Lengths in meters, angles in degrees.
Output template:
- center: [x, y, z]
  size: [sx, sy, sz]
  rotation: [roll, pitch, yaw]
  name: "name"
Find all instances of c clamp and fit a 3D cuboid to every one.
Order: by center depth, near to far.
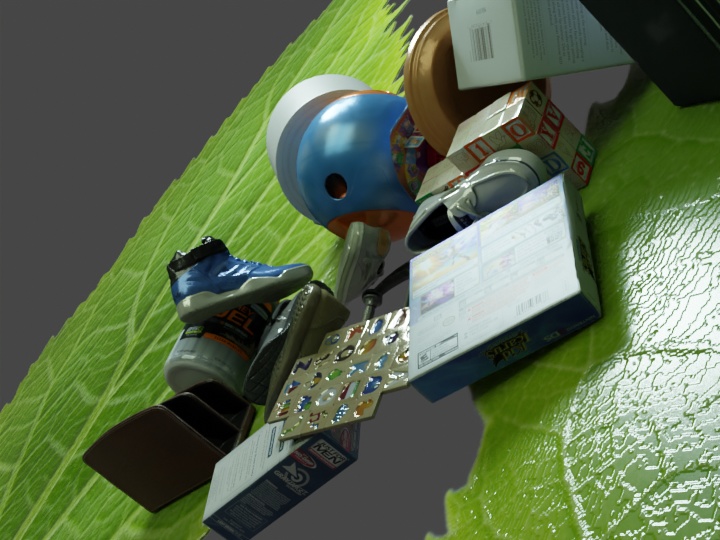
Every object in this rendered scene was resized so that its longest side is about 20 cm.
- center: [0.017, 0.070, 1.368]
  size: [0.170, 0.027, 0.201]
  rotation: [-31, 28, 42]
  name: "c clamp"

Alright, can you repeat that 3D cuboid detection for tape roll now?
- center: [-0.033, -0.177, 1.652]
  size: [0.203, 0.202, 0.139]
  rotation: [-47, 20, 6]
  name: "tape roll"

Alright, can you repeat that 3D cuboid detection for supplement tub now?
- center: [-0.192, 0.093, 1.625]
  size: [0.122, 0.122, 0.201]
  rotation: [-29, 29, 44]
  name: "supplement tub"

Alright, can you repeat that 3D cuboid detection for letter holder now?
- center: [-0.265, 0.221, 1.527]
  size: [0.200, 0.142, 0.101]
  rotation: [-34, 25, 37]
  name: "letter holder"

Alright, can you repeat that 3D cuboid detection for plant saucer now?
- center: [0.148, -0.225, 1.354]
  size: [0.201, 0.200, 0.037]
  rotation: [-56, 15, -16]
  name: "plant saucer"

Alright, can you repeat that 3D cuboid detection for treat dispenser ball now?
- center: [0.016, -0.134, 1.473]
  size: [0.201, 0.201, 0.201]
  rotation: [-42, 22, 21]
  name: "treat dispenser ball"

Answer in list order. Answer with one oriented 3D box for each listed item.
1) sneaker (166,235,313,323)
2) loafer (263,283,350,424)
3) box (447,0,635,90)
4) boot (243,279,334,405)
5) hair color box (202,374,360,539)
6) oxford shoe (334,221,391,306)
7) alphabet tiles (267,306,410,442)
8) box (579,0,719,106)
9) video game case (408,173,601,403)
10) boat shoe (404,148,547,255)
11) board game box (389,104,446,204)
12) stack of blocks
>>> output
- center: [-0.171, -0.006, 1.572]
  size: [0.198, 0.112, 0.077]
  rotation: [-17, -19, -14]
  name: "sneaker"
- center: [-0.067, 0.115, 1.376]
  size: [0.076, 0.067, 0.201]
  rotation: [-85, 14, -64]
  name: "loafer"
- center: [0.223, -0.275, 1.279]
  size: [0.198, 0.107, 0.152]
  rotation: [-13, 9, -22]
  name: "box"
- center: [-0.110, 0.112, 1.525]
  size: [0.201, 0.070, 0.132]
  rotation: [-56, 12, -31]
  name: "boot"
- center: [-0.088, 0.218, 1.280]
  size: [0.200, 0.060, 0.100]
  rotation: [-40, 23, 25]
  name: "hair color box"
- center: [0.000, 0.000, 1.442]
  size: [0.200, 0.057, 0.076]
  rotation: [112, 163, -64]
  name: "oxford shoe"
- center: [-0.013, 0.112, 1.236]
  size: [0.199, 0.006, 0.167]
  rotation: [-20, 31, 35]
  name: "alphabet tiles"
- center: [0.334, -0.306, 1.111]
  size: [0.199, 0.200, 0.123]
  rotation: [-56, 22, -17]
  name: "box"
- center: [0.138, 0.017, 1.130]
  size: [0.199, 0.045, 0.182]
  rotation: [-30, 34, 26]
  name: "video game case"
- center: [0.122, -0.069, 1.249]
  size: [0.199, 0.072, 0.066]
  rotation: [-22, 24, 46]
  name: "boat shoe"
- center: [0.123, -0.168, 1.398]
  size: [0.039, 0.158, 0.201]
  rotation: [13, 63, 48]
  name: "board game box"
- center: [0.153, -0.117, 1.283]
  size: [0.199, 0.115, 0.059]
  rotation: [-28, 29, 47]
  name: "stack of blocks"
